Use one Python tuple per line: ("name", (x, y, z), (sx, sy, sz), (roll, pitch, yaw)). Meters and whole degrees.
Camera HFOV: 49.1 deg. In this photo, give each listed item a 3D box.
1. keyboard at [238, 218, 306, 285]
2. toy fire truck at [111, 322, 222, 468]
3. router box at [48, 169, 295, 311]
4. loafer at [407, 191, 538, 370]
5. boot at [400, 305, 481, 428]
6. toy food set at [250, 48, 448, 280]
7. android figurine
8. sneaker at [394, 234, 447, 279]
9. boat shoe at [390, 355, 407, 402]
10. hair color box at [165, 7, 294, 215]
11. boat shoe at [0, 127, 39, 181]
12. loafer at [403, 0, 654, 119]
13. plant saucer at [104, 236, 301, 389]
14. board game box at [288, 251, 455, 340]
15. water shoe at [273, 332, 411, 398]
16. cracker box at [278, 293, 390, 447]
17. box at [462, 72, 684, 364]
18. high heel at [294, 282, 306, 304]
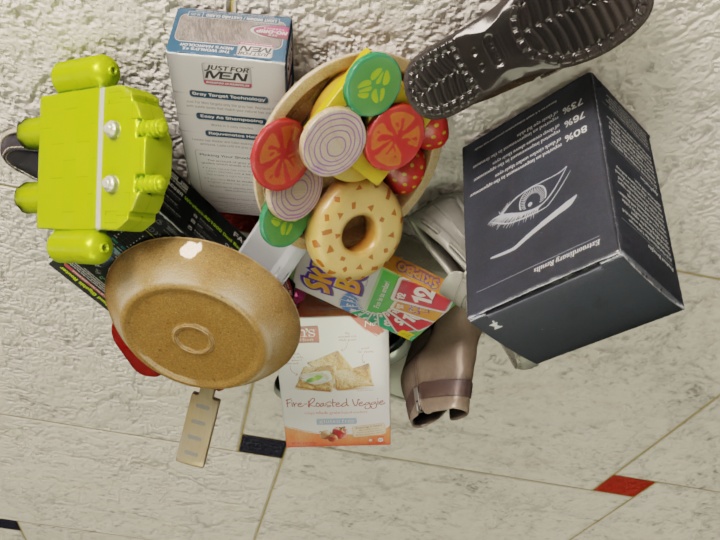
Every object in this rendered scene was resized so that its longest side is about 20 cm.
("keyboard", (-0.044, -0.075, 0.740), (0.056, 0.011, 0.201), (32, 100, -19))
("toy fire truck", (-0.212, 0.111, 0.940), (0.174, 0.201, 0.129), (4, 141, 16))
("router box", (-0.185, 0.004, 0.794), (0.149, 0.062, 0.200), (-28, 121, 29))
("loafer", (0.112, 0.014, 0.784), (0.069, 0.201, 0.070), (-23, 153, -8))
("boot", (0.117, 0.101, 0.946), (0.070, 0.147, 0.200), (19, 143, -22))
("toy food set", (-0.007, -0.094, 0.694), (0.200, 0.049, 0.197), (-51, 135, 9))
("android figurine", (-0.238, -0.096, 0.699), (0.199, 0.184, 0.041), (4, -178, 35))
("sneaker", (0.000, 0.000, 0.895), (0.198, 0.076, 0.085), (17, 150, -5))
("boat shoe", (0.025, 0.149, 1.101), (0.198, 0.075, 0.060), (-9, -173, -6))
("hair color box", (-0.110, -0.135, 0.720), (0.099, 0.061, 0.201), (5, 146, -1))
("boat shoe", (-0.273, -0.087, 0.810), (0.198, 0.063, 0.073), (20, 143, -19))
("loafer", (0.129, -0.186, 0.627), (0.198, 0.071, 0.074), (-19, 100, 19))
("plant saucer", (-0.158, 0.055, 0.768), (0.198, 0.036, 0.201), (6, 132, 6))
("board game box", (-0.005, 0.007, 0.820), (0.199, 0.030, 0.096), (27, 140, -14))
("water shoe", (-0.034, 0.099, 1.014), (0.199, 0.072, 0.079), (-25, 128, 11))
("cracker box", (-0.031, 0.121, 0.953), (0.132, 0.058, 0.202), (-2, 121, 1))
("box", (0.176, -0.043, 0.689), (0.104, 0.202, 0.147), (31, 138, -34))
("high heel", (-0.162, 0.018, 0.864), (0.198, 0.096, 0.068), (19, 132, 19))
